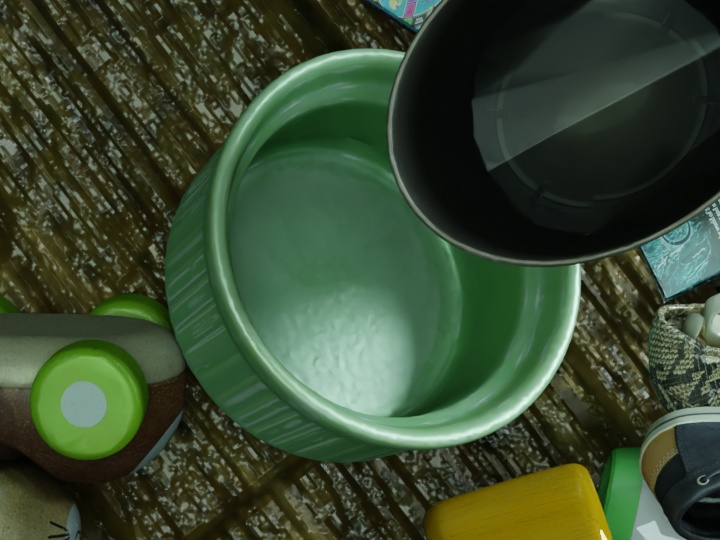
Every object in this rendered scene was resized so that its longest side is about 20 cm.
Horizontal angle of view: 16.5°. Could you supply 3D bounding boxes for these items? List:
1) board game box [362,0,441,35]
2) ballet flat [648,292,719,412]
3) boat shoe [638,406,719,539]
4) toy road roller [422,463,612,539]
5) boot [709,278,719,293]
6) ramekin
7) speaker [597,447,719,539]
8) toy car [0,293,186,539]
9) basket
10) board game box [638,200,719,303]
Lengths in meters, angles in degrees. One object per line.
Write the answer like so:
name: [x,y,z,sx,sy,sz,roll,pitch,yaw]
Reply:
board game box: [0.051,-0.197,1.284,0.200,0.047,0.151,34,93,7]
ballet flat: [0.238,0.026,1.213,0.199,0.068,0.075,-8,123,9]
boat shoe: [0.236,0.104,1.200,0.199,0.062,0.075,1,129,-4]
toy road roller: [0.088,0.179,1.151,0.123,0.200,0.146,-18,102,1]
boot: [0.295,0.004,1.272,0.203,0.073,0.154,-31,91,3]
ramekin: [0.000,0.000,1.232,0.200,0.098,0.201,8,71,-24]
speaker: [0.217,0.148,1.265,0.199,0.088,0.089,13,90,2]
toy car: [-0.167,0.122,1.249,0.157,0.164,0.201,1,99,2]
basket: [0.108,-0.075,1.122,0.180,0.200,0.136,-29,86,6]
board game box: [0.165,-0.102,1.229,0.135,0.028,0.200,-26,87,8]
